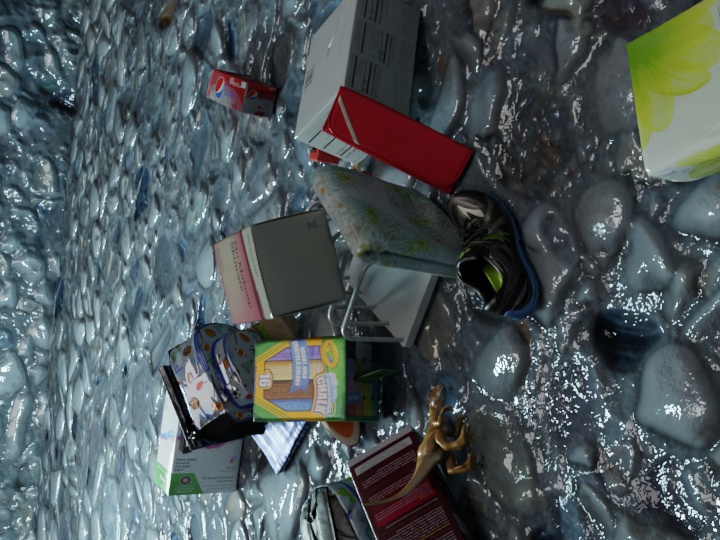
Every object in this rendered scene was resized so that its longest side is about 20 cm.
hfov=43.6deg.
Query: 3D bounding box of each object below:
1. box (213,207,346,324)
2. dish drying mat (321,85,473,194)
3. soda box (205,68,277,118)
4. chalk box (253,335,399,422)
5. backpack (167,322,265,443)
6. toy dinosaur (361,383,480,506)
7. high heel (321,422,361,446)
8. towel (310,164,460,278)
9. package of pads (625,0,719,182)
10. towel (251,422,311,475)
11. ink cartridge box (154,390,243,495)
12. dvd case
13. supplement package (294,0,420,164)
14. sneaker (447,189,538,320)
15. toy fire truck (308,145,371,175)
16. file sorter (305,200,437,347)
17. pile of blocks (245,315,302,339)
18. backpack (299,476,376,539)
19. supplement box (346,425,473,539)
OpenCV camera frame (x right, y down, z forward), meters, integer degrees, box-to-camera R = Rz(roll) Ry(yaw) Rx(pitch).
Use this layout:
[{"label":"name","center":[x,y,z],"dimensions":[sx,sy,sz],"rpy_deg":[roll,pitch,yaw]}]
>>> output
[{"label":"box","center":[-0.116,-0.001,1.242],"dimensions":[0.200,0.109,0.128],"rpy_deg":[-15,89,67]},{"label":"dish drying mat","center":[0.049,-0.177,1.231],"dimensions":[0.077,0.200,0.018],"rpy_deg":[-63,1,31]},{"label":"soda box","center":[-0.241,-0.358,1.814],"dimensions":[0.200,0.070,0.063],"rpy_deg":[34,115,54]},{"label":"chalk box","center":[-0.044,0.165,1.342],"dimensions":[0.200,0.125,0.124],"rpy_deg":[-4,79,26]},{"label":"backpack","center":[-0.226,0.180,1.521],"dimensions":[0.154,0.200,0.191],"rpy_deg":[-42,70,14]},{"label":"toy dinosaur","center":[0.094,0.240,1.170],"dimensions":[0.106,0.060,0.200],"rpy_deg":[-6,40,36]},{"label":"high heel","center":[-0.045,0.202,1.465],"dimensions":[0.200,0.067,0.096],"rpy_deg":[63,-179,24]},{"label":"towel","center":[0.044,-0.065,1.197],"dimensions":[0.048,0.200,0.171],"rpy_deg":[-61,41,26]},{"label":"package of pads","center":[0.350,-0.180,0.844],"dimensions":[0.200,0.068,0.155],"rpy_deg":[-25,64,55]},{"label":"towel","center":[-0.148,0.247,1.593],"dimensions":[0.145,0.024,0.200],"rpy_deg":[48,127,30]},{"label":"ink cartridge box","center":[-0.310,0.328,1.761],"dimensions":[0.084,0.145,0.200],"rpy_deg":[18,101,57]},{"label":"dvd case","center":[-0.271,0.233,1.577],"dimensions":[0.016,0.200,0.149],"rpy_deg":[-28,78,15]},{"label":"supplement package","center":[-0.004,-0.291,1.342],"dimensions":[0.156,0.111,0.200],"rpy_deg":[-34,41,53]},{"label":"sneaker","center":[0.154,-0.027,1.123],"dimensions":[0.071,0.083,0.200],"rpy_deg":[-53,44,40]},{"label":"toy fire truck","center":[-0.030,-0.222,1.477],"dimensions":[0.141,0.049,0.200],"rpy_deg":[15,97,57]},{"label":"file sorter","center":[0.000,0.000,1.316],"dimensions":[0.200,0.124,0.139],"rpy_deg":[47,126,49]},{"label":"pile of blocks","center":[-0.170,0.133,1.632],"dimensions":[0.082,0.062,0.200],"rpy_deg":[35,124,4]},{"label":"backpack","center":[-0.009,0.398,1.293],"dimensions":[0.200,0.154,0.163],"rpy_deg":[51,134,20]},{"label":"supplement box","center":[0.069,0.319,1.189],"dimensions":[0.109,0.061,0.200],"rpy_deg":[-31,50,8]}]
